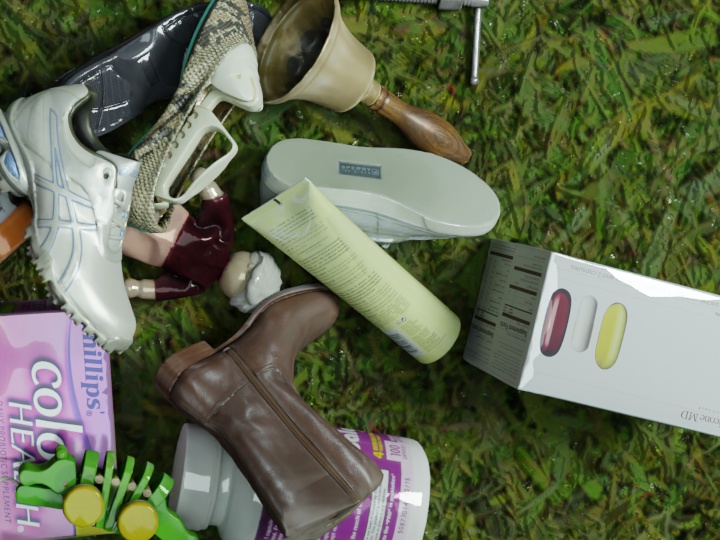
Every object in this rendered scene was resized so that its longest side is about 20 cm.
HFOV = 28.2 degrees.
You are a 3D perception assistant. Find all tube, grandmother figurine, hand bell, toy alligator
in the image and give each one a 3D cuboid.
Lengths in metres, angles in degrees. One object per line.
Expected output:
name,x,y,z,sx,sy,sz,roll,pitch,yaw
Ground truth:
tube,0.000,0.000,1.165,0.200,0.052,0.058,39,90,-26
grandmother figurine,-0.149,-0.027,1.155,0.199,0.061,0.122,30,112,-15
hand bell,0.018,-0.136,1.160,0.199,0.104,0.105,29,88,-33
toy alligator,-0.208,0.154,1.055,0.198,0.059,0.055,19,90,-13

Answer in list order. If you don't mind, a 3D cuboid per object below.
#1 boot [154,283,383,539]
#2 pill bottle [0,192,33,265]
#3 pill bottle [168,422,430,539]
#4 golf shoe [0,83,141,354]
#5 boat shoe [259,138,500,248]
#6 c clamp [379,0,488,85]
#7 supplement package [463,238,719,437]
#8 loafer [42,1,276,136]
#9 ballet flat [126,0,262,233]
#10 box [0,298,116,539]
boot,-0.034,0.109,1.107,0.186,0.200,0.065,-30,140,-29
pill bottle,-0.333,-0.086,1.083,0.106,0.106,0.200,-43,101,-5
pill bottle,-0.052,0.178,1.161,0.198,0.112,0.114,10,93,-13
golf shoe,-0.196,-0.041,1.039,0.097,0.078,0.201,-26,89,6
boat shoe,0.013,-0.057,1.182,0.199,0.072,0.071,11,54,-8
c clamp,0.017,-0.254,1.183,0.198,0.027,0.173,7,93,-13
supplement package,0.208,0.055,1.183,0.198,0.156,0.112,13,92,-13
loafer,-0.162,-0.167,1.135,0.199,0.063,0.072,-28,120,-25
ballet flat,-0.119,-0.115,1.093,0.075,0.068,0.201,28,84,24
box,-0.292,0.117,1.114,0.198,0.097,0.178,-3,95,-12
